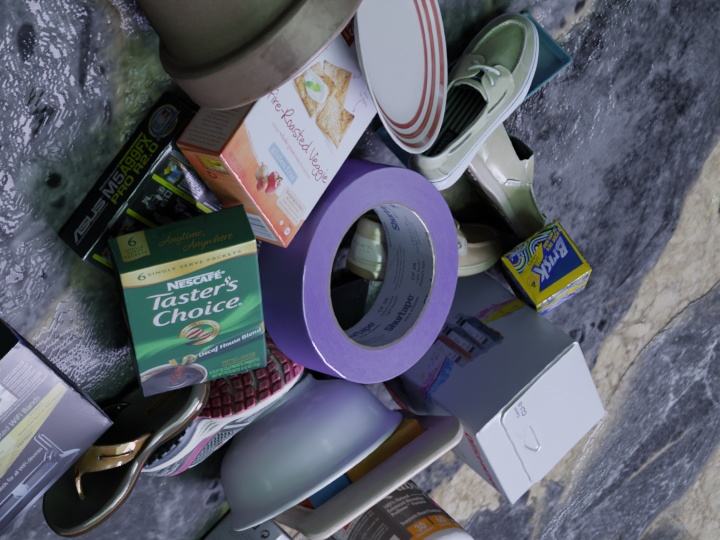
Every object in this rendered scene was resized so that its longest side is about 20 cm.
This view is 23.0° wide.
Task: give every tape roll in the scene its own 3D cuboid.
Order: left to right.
[{"bbox_3d":[0.000,0.000,1.629,0.200,0.066,0.200,-13,109,-41],"label":"tape roll"}]

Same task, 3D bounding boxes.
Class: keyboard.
[{"bbox_3d":[-0.072,0.038,1.730,0.200,0.021,0.127,-20,138,-33],"label":"keyboard"}]

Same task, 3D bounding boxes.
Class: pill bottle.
[{"bbox_3d":[0.020,0.267,1.852,0.116,0.200,0.117,-25,135,-28],"label":"pill bottle"}]

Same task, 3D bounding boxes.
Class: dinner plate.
[{"bbox_3d":[0.031,-0.202,1.560,0.200,0.024,0.201,-7,90,-67],"label":"dinner plate"}]

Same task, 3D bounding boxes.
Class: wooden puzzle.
[{"bbox_3d":[-0.002,0.192,1.753,0.185,0.200,0.037,-34,98,-12],"label":"wooden puzzle"}]

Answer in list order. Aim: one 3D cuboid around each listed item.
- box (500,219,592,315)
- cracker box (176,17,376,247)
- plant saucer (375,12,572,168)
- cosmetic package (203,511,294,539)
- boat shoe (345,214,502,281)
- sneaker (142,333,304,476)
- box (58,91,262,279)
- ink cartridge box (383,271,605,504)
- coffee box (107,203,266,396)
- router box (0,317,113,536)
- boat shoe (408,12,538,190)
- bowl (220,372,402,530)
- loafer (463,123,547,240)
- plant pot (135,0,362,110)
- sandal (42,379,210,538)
[{"bbox_3d":[0.191,0.003,1.836,0.070,0.064,0.200,-34,173,1],"label":"box"},{"bbox_3d":[-0.058,-0.140,1.529,0.200,0.058,0.134,-58,142,-20],"label":"cracker box"},{"bbox_3d":[0.110,-0.165,1.713,0.200,0.070,0.019,-39,167,-14],"label":"plant saucer"},{"bbox_3d":[-0.149,0.346,1.854,0.200,0.071,0.101,-46,141,-6],"label":"cosmetic package"},{"bbox_3d":[0.071,-0.034,1.771,0.200,0.072,0.065,-7,115,-41],"label":"boat shoe"},{"bbox_3d":[-0.137,0.126,1.679,0.200,0.081,0.075,-31,151,14],"label":"sneaker"},{"bbox_3d":[-0.148,-0.047,1.573,0.160,0.044,0.200,-53,141,3],"label":"box"},{"bbox_3d":[0.126,0.108,1.829,0.145,0.200,0.145,-41,140,-11],"label":"ink cartridge box"},{"bbox_3d":[-0.148,0.030,1.547,0.123,0.044,0.200,-14,145,-11],"label":"coffee box"},{"bbox_3d":[-0.336,0.156,1.543,0.200,0.052,0.157,-45,140,-7],"label":"router box"},{"bbox_3d":[0.111,-0.165,1.669,0.200,0.072,0.062,-60,170,-17],"label":"boat shoe"},{"bbox_3d":[-0.065,0.163,1.746,0.201,0.201,0.090,-34,94,-19],"label":"bowl"},{"bbox_3d":[0.147,-0.098,1.787,0.068,0.076,0.200,-43,140,0],"label":"loafer"},{"bbox_3d":[-0.114,-0.250,1.353,0.200,0.200,0.175,-49,124,-2],"label":"plant pot"},{"bbox_3d":[-0.221,0.155,1.623,0.200,0.082,0.055,-44,144,-1],"label":"sandal"}]
